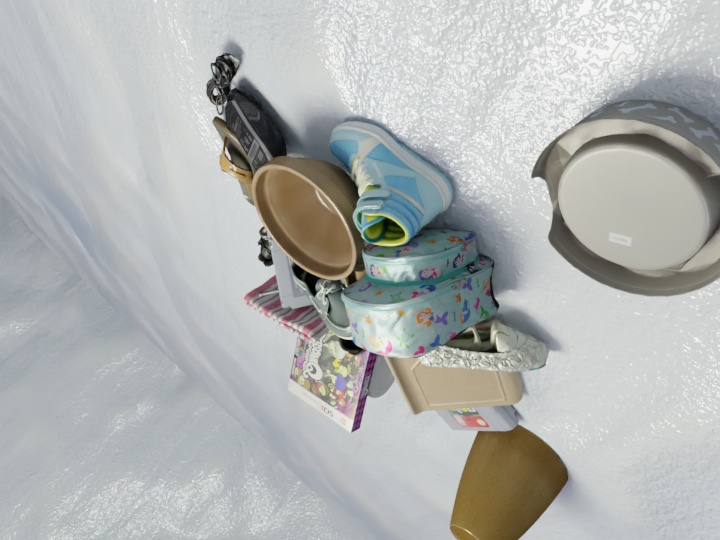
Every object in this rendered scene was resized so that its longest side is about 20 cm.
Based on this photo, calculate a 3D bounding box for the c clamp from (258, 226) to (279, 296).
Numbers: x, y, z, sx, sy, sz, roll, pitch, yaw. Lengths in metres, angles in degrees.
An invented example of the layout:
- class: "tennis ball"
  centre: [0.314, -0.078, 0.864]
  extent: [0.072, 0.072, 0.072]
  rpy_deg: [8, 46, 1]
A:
- class: "c clamp"
  centre: [-0.123, -0.028, 1.050]
  extent: [0.202, 0.166, 0.027]
  rpy_deg: [80, 179, -48]

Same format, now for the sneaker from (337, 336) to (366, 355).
- class: "sneaker"
  centre: [-0.012, 0.091, 0.965]
  extent: [0.078, 0.083, 0.199]
  rpy_deg: [56, 162, -9]

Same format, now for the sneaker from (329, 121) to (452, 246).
- class: "sneaker"
  centre: [0.011, -0.111, 0.769]
  extent: [0.198, 0.131, 0.080]
  rpy_deg: [33, 151, 21]

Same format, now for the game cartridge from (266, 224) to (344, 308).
- class: "game cartridge"
  centre: [-0.089, -0.015, 1.035]
  extent: [0.203, 0.130, 0.041]
  rpy_deg: [89, 170, -48]

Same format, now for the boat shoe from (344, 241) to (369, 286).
- class: "boat shoe"
  centre: [0.000, 0.000, 0.997]
  extent: [0.072, 0.063, 0.203]
  rpy_deg: [17, 142, 34]

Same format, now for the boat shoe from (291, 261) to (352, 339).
- class: "boat shoe"
  centre: [-0.056, 0.039, 0.934]
  extent: [0.061, 0.073, 0.200]
  rpy_deg: [35, -173, -40]

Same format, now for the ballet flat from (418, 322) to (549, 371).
- class: "ballet flat"
  centre: [0.174, 0.107, 0.844]
  extent: [0.194, 0.073, 0.073]
  rpy_deg: [-2, 138, 10]

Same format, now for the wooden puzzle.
- class: "wooden puzzle"
  centre: [0.153, 0.158, 0.957]
  extent: [0.195, 0.038, 0.187]
  rpy_deg: [-13, 126, 19]

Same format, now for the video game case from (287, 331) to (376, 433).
- class: "video game case"
  centre: [-0.056, 0.182, 1.141]
  extent: [0.179, 0.035, 0.205]
  rpy_deg: [25, 111, 33]

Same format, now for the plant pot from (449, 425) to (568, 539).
- class: "plant pot"
  centre: [0.251, 0.413, 1.076]
  extent: [0.184, 0.200, 0.188]
  rpy_deg: [32, 150, 22]

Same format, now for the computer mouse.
- class: "computer mouse"
  centre: [-0.169, -0.235, 0.931]
  extent: [0.203, 0.052, 0.138]
  rpy_deg: [59, 155, -5]

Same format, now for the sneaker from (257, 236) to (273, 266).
- class: "sneaker"
  centre: [-0.144, -0.066, 1.073]
  extent: [0.076, 0.090, 0.201]
  rpy_deg: [43, 151, 12]

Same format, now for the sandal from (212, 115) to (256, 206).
- class: "sandal"
  centre: [-0.223, -0.183, 1.053]
  extent: [0.081, 0.055, 0.202]
  rpy_deg: [34, 154, 26]

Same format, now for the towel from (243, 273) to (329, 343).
- class: "towel"
  centre: [-0.112, 0.052, 1.131]
  extent: [0.197, 0.146, 0.030]
  rpy_deg: [24, 140, 32]

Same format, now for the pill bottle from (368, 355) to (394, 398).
- class: "pill bottle"
  centre: [-0.024, 0.171, 1.209]
  extent: [0.197, 0.111, 0.113]
  rpy_deg: [22, 145, 35]

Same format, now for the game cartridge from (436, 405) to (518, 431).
- class: "game cartridge"
  centre: [0.191, 0.244, 1.104]
  extent: [0.134, 0.041, 0.199]
  rpy_deg: [52, 151, -6]

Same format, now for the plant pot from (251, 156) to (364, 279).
- class: "plant pot"
  centre: [-0.060, -0.093, 0.876]
  extent: [0.198, 0.093, 0.203]
  rpy_deg: [30, 145, 24]

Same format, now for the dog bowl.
- class: "dog bowl"
  centre: [0.266, -0.070, 0.565]
  extent: [0.198, 0.059, 0.202]
  rpy_deg: [33, 150, 22]

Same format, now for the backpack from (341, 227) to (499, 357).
- class: "backpack"
  centre: [0.074, 0.029, 0.799]
  extent: [0.175, 0.198, 0.154]
  rpy_deg: [9, 122, 48]
